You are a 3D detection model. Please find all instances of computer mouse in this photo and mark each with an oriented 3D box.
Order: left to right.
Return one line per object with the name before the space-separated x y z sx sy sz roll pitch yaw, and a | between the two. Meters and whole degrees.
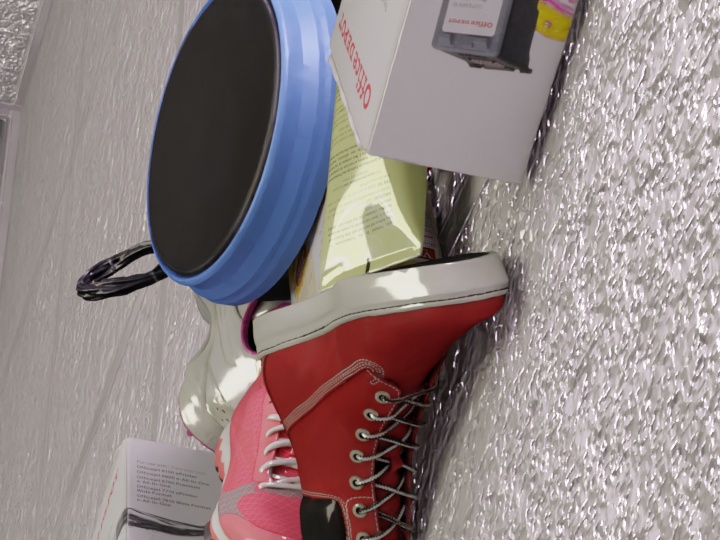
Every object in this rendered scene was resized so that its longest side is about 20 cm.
computer mouse | -0.093 0.004 1.648 0.199 0.034 0.059 -5 41 35

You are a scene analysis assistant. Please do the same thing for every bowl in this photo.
bowl | -0.073 -0.080 1.567 0.201 0.039 0.201 -37 47 53

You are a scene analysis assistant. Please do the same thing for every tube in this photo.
tube | 0.011 -0.088 1.376 0.058 0.052 0.201 93 -179 -65

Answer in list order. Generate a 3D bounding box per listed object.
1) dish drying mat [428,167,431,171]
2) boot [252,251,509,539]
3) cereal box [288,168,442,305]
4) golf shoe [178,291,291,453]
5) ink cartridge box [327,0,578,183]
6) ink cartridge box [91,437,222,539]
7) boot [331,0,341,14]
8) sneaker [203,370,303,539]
dish drying mat | 0.054 -0.153 1.402 0.077 0.018 0.201 145 135 -72
boot | 0.020 0.073 1.282 0.200 0.072 0.145 -27 73 59
cereal box | 0.000 0.000 1.458 0.200 0.039 0.144 -99 24 -55
golf shoe | -0.062 0.026 1.685 0.091 0.075 0.200 -41 35 38
ink cartridge box | 0.055 -0.163 1.245 0.148 0.085 0.201 -105 28 -63
ink cartridge box | -0.136 0.233 1.771 0.200 0.083 0.145 -97 21 -54
boot | -0.036 -0.149 1.676 0.163 0.073 0.199 -101 27 -60
sneaker | -0.046 0.106 1.502 0.200 0.074 0.087 -108 33 -66
